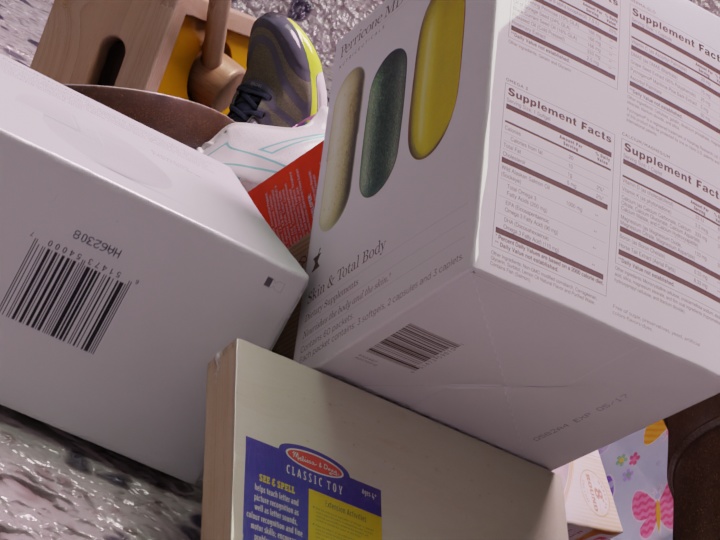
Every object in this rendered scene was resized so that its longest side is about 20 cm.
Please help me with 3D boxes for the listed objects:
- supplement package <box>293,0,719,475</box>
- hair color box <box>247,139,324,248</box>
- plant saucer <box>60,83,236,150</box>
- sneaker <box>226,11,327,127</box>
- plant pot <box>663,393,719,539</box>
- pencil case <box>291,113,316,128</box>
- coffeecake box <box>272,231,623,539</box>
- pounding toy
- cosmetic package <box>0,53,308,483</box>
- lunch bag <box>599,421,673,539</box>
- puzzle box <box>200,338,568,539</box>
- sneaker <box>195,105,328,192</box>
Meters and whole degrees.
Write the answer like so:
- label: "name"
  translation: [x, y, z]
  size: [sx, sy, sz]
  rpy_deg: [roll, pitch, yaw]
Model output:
- label: "supplement package"
  translation: [0.076, -0.033, 0.890]
  size: [0.150, 0.152, 0.201]
  rpy_deg: [23, 57, -25]
- label: "hair color box"
  translation: [-0.022, -0.007, 1.056]
  size: [0.111, 0.200, 0.064]
  rpy_deg: [19, 48, -47]
- label: "plant saucer"
  translation: [-0.172, -0.072, 1.166]
  size: [0.199, 0.032, 0.200]
  rpy_deg: [-1, -13, 0]
- label: "sneaker"
  translation: [-0.079, -0.080, 1.282]
  size: [0.081, 0.201, 0.074]
  rpy_deg: [6, 6, -39]
- label: "plant pot"
  translation: [0.228, 0.151, 0.878]
  size: [0.199, 0.199, 0.201]
  rpy_deg: [11, -34, 7]
- label: "pencil case"
  translation: [0.000, 0.000, 1.162]
  size: [0.087, 0.087, 0.201]
  rpy_deg: [17, 54, -52]
- label: "coffeecake box"
  translation: [0.042, 0.075, 1.002]
  size: [0.200, 0.073, 0.154]
  rpy_deg: [19, 48, -49]
- label: "pounding toy"
  translation: [-0.137, -0.144, 1.331]
  size: [0.142, 0.201, 0.184]
  rpy_deg: [25, 7, 25]
- label: "cosmetic package"
  translation: [-0.157, -0.017, 0.926]
  size: [0.199, 0.123, 0.200]
  rpy_deg: [26, 11, -21]
- label: "lunch bag"
  translation: [0.240, 0.158, 1.213]
  size: [0.200, 0.127, 0.170]
  rpy_deg: [33, 11, -32]
- label: "puzzle box"
  translation: [0.016, 0.122, 0.835]
  size: [0.199, 0.025, 0.134]
  rpy_deg: [25, 45, -29]
- label: "sneaker"
  translation: [-0.086, -0.040, 1.119]
  size: [0.071, 0.199, 0.081]
  rpy_deg: [82, -7, -66]
